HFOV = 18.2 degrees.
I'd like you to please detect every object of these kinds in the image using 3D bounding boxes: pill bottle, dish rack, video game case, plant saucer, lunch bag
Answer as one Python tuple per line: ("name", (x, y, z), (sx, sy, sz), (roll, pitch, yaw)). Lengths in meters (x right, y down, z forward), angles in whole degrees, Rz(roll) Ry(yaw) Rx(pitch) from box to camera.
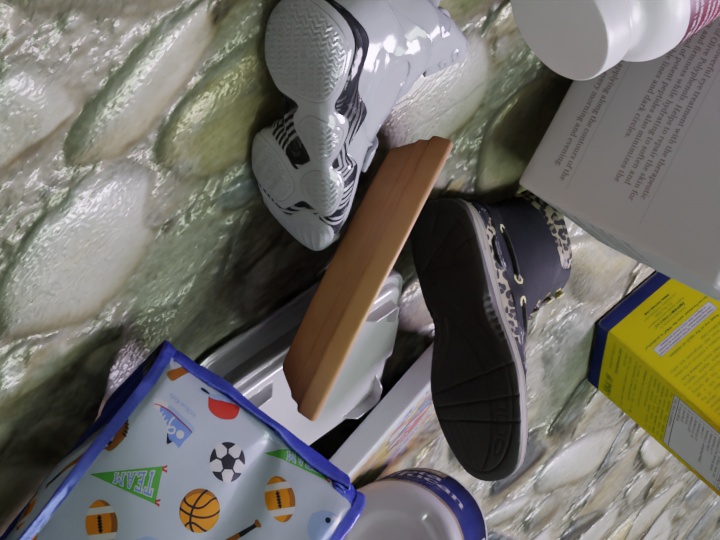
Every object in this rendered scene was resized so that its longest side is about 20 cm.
("pill bottle", (0.196, -0.207, 1.457), (0.200, 0.113, 0.113), (-35, 154, -29))
("dish rack", (-0.045, 0.084, 1.578), (0.200, 0.044, 0.172), (-35, 153, -31))
("video game case", (0.014, 0.134, 1.730), (0.200, 0.023, 0.182), (-49, 171, 1))
("plant saucer", (0.000, 0.000, 1.439), (0.201, 0.037, 0.200), (-63, 180, 0))
("pill bottle", (0.040, 0.213, 1.770), (0.111, 0.111, 0.200), (-51, 171, 7))
("lunch bag", (-0.118, 0.167, 1.391), (0.200, 0.170, 0.124), (-52, -171, 5))

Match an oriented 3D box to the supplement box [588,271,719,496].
("supplement box", (0.319, 0.106, 2.053), (0.109, 0.200, 0.109), (-38, 155, -22))

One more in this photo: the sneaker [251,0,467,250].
("sneaker", (0.002, -0.101, 1.328), (0.115, 0.075, 0.200), (-32, 149, -28))

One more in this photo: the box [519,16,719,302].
("box", (0.255, -0.093, 1.623), (0.199, 0.171, 0.200), (-62, 155, 1))

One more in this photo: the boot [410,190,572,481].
("boot", (0.111, 0.039, 1.636), (0.073, 0.204, 0.154), (-10, -177, 32))
